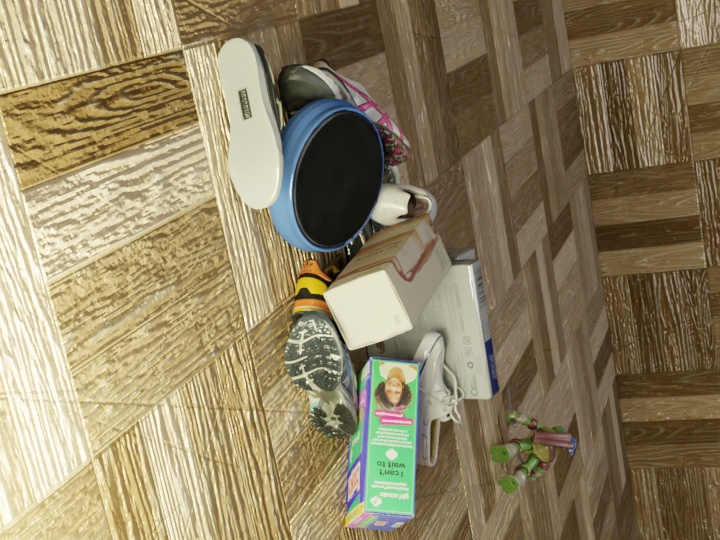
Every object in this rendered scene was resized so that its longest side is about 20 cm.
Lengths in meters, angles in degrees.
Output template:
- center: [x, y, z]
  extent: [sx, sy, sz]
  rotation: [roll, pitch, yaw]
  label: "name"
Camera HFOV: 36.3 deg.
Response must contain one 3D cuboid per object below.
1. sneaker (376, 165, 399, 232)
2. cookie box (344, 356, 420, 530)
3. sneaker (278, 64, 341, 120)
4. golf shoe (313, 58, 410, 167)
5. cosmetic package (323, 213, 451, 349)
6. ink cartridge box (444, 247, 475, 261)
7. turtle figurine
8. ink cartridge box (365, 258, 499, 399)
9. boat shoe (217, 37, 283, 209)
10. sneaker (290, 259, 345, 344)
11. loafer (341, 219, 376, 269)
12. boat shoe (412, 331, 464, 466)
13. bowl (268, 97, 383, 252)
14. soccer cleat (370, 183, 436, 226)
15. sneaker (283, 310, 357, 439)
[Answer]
- center: [0.016, -0.100, 1.636]
  extent: [0.089, 0.076, 0.204]
  rotation: [-41, 121, -53]
  label: "sneaker"
- center: [0.028, 0.239, 1.481]
  extent: [0.171, 0.074, 0.204]
  rotation: [116, -22, -69]
  label: "cookie box"
- center: [-0.057, -0.186, 1.465]
  extent: [0.201, 0.073, 0.086]
  rotation: [61, 33, -44]
  label: "sneaker"
- center: [0.003, -0.224, 1.561]
  extent: [0.199, 0.072, 0.094]
  rotation: [34, 50, -35]
  label: "golf shoe"
- center: [0.040, 0.011, 1.459]
  extent: [0.088, 0.102, 0.200]
  rotation: [63, 27, -14]
  label: "cosmetic package"
- center: [0.117, 0.072, 1.655]
  extent: [0.068, 0.113, 0.204]
  rotation: [-23, 111, -57]
  label: "ink cartridge box"
- center: [0.328, 0.372, 2.274]
  extent: [0.192, 0.198, 0.146]
  rotation: [-23, 130, -46]
  label: "turtle figurine"
- center: [0.096, 0.088, 1.607]
  extent: [0.043, 0.197, 0.200]
  rotation: [-26, 109, -55]
  label: "ink cartridge box"
- center: [-0.120, -0.176, 1.315]
  extent: [0.063, 0.069, 0.204]
  rotation: [-6, 89, -66]
  label: "boat shoe"
- center: [-0.027, 0.044, 1.489]
  extent: [0.200, 0.069, 0.092]
  rotation: [31, 60, -61]
  label: "sneaker"
- center: [0.000, 0.000, 1.571]
  extent: [0.063, 0.071, 0.204]
  rotation: [-7, 82, -68]
  label: "loafer"
- center: [0.109, 0.190, 1.559]
  extent: [0.074, 0.085, 0.206]
  rotation: [-24, 130, -60]
  label: "boat shoe"
- center: [-0.040, -0.122, 1.435]
  extent: [0.199, 0.039, 0.205]
  rotation: [-24, 122, -45]
  label: "bowl"
- center: [0.079, -0.087, 1.597]
  extent: [0.199, 0.085, 0.071]
  rotation: [0, 94, -60]
  label: "soccer cleat"
- center: [-0.048, 0.123, 1.436]
  extent: [0.087, 0.076, 0.203]
  rotation: [-78, 161, -50]
  label: "sneaker"
